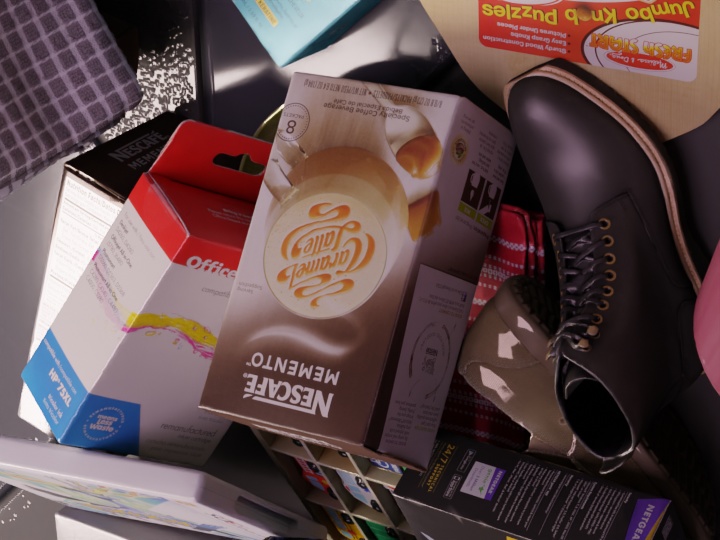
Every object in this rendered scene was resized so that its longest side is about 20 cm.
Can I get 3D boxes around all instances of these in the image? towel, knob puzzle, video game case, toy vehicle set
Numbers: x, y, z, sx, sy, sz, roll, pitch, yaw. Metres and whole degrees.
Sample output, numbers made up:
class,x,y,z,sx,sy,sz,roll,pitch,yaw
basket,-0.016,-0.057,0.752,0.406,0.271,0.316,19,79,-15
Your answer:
class,x,y,z,sx,sy,sz,roll,pitch,yaw
towel,0.045,0.042,1.308,0.144,0.022,0.201,13,117,31
knob puzzle,0.128,-0.146,1.184,0.219,0.030,0.220,14,134,15
video game case,-0.145,0.140,1.375,0.199,0.182,0.022,8,77,26
toy vehicle set,0.007,0.130,1.342,0.124,0.027,0.200,14,151,31
towel,-0.237,-0.140,1.285,0.085,0.166,0.200,-18,104,48

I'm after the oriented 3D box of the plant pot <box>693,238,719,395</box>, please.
class,x,y,z,sx,sy,sz,roll,pitch,yaw
plant pot,0.259,-0.003,1.077,0.200,0.200,0.179,45,144,10

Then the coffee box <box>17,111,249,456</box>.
class,x,y,z,sx,sy,sz,roll,pitch,yaw
coffee box,-0.145,0.013,1.411,0.080,0.113,0.200,29,124,21

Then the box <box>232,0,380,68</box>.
class,x,y,z,sx,sy,sz,roll,pitch,yaw
box,0.003,-0.205,1.249,0.200,0.049,0.082,-37,87,40

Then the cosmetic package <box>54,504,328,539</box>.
class,x,y,z,sx,sy,sz,roll,pitch,yaw
cosmetic package,-0.108,0.217,1.494,0.200,0.090,0.107,13,120,28

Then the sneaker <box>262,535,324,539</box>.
class,x,y,z,sx,sy,sz,roll,pitch,yaw
sneaker,0.001,0.210,1.375,0.078,0.075,0.200,20,165,42

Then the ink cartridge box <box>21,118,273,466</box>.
class,x,y,z,sx,sy,sz,roll,pitch,yaw
ink cartridge box,-0.101,0.016,1.303,0.200,0.116,0.067,-56,45,21

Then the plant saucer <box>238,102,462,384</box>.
class,x,y,z,sx,sy,sz,roll,pitch,yaw
plant saucer,0.011,-0.020,1.338,0.200,0.031,0.201,14,117,30

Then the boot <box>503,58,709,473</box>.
class,x,y,z,sx,sy,sz,roll,pitch,yaw
boot,0.124,-0.004,1.178,0.077,0.138,0.200,-27,102,41

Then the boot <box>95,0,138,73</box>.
class,x,y,z,sx,sy,sz,roll,pitch,yaw
boot,-0.212,-0.215,1.386,0.154,0.074,0.201,24,120,30

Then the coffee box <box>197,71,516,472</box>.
class,x,y,z,sx,sy,sz,roll,pitch,yaw
coffee box,0.000,0.000,1.222,0.114,0.080,0.201,11,81,30

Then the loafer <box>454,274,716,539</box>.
class,x,y,z,sx,sy,sz,roll,pitch,yaw
loafer,0.130,0.089,1.250,0.067,0.076,0.200,-35,103,25

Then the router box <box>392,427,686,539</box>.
class,x,y,z,sx,sy,sz,roll,pitch,yaw
router box,0.121,0.183,1.274,0.157,0.052,0.200,16,151,30
